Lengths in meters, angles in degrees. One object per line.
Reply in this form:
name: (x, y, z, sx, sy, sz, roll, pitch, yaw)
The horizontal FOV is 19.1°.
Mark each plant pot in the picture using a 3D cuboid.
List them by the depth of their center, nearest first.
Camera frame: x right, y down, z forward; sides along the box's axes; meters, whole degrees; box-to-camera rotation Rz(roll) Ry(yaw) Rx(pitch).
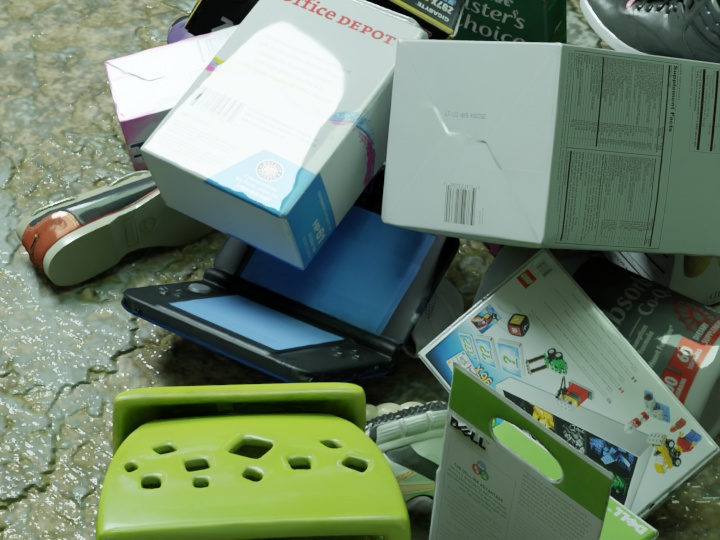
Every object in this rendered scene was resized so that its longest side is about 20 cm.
plant pot: (-0.077, 0.186, 1.427, 0.199, 0.199, 0.182, -2, 34, -7)

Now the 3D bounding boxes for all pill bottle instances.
pill bottle: (0.191, 0.056, 1.657, 0.200, 0.116, 0.116, 25, 45, 22)

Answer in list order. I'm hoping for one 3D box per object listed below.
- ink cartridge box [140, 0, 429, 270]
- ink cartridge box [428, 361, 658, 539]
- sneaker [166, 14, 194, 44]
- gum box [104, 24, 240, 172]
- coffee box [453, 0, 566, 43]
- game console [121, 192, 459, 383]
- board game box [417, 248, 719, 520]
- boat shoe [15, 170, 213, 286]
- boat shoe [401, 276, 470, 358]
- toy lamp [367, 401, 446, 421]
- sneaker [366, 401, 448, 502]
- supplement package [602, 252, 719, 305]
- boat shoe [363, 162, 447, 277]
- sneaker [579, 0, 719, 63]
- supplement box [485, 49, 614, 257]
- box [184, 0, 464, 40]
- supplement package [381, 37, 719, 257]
ink cartridge box: (-0.052, -0.120, 1.679, 0.144, 0.085, 0.200, 26, 67, 27)
ink cartridge box: (0.128, 0.157, 1.468, 0.076, 0.200, 0.148, -30, 52, -34)
sneaker: (-0.081, -0.226, 1.991, 0.199, 0.076, 0.088, -8, 36, -15)
gum box: (-0.107, -0.147, 1.821, 0.199, 0.114, 0.066, -15, 61, -3)
coffee box: (0.121, -0.213, 1.894, 0.123, 0.200, 0.044, 24, 58, 21)
game console: (-0.055, 0.000, 1.663, 0.200, 0.119, 0.170, 21, 16, 33)
board game box: (0.153, 0.098, 1.574, 0.126, 0.035, 0.200, -39, 73, 1)
boat shoe: (-0.187, -0.051, 1.781, 0.200, 0.071, 0.063, -25, 46, -24)
boat shoe: (0.000, 0.000, 1.736, 0.069, 0.071, 0.200, -28, 51, -34)
toy lamp: (0.008, 0.110, 1.621, 0.199, 0.058, 0.058, -3, 41, -10)
sneaker: (-0.020, 0.157, 1.554, 0.199, 0.080, 0.074, -14, 3, 1)
supplement package: (0.278, -0.079, 1.756, 0.113, 0.200, 0.110, -16, 44, -22)
boat shoe: (0.020, -0.067, 1.819, 0.072, 0.068, 0.200, -15, 41, -20)
sneaker: (0.256, -0.205, 1.671, 0.071, 0.099, 0.200, -30, 49, -31)
supplement box: (0.179, -0.104, 1.850, 0.199, 0.103, 0.131, -16, 45, -22)
box: (-0.033, -0.222, 1.869, 0.200, 0.160, 0.049, 29, 52, -12)
supplement package: (0.155, -0.092, 1.608, 0.200, 0.148, 0.191, 2, 5, -36)
